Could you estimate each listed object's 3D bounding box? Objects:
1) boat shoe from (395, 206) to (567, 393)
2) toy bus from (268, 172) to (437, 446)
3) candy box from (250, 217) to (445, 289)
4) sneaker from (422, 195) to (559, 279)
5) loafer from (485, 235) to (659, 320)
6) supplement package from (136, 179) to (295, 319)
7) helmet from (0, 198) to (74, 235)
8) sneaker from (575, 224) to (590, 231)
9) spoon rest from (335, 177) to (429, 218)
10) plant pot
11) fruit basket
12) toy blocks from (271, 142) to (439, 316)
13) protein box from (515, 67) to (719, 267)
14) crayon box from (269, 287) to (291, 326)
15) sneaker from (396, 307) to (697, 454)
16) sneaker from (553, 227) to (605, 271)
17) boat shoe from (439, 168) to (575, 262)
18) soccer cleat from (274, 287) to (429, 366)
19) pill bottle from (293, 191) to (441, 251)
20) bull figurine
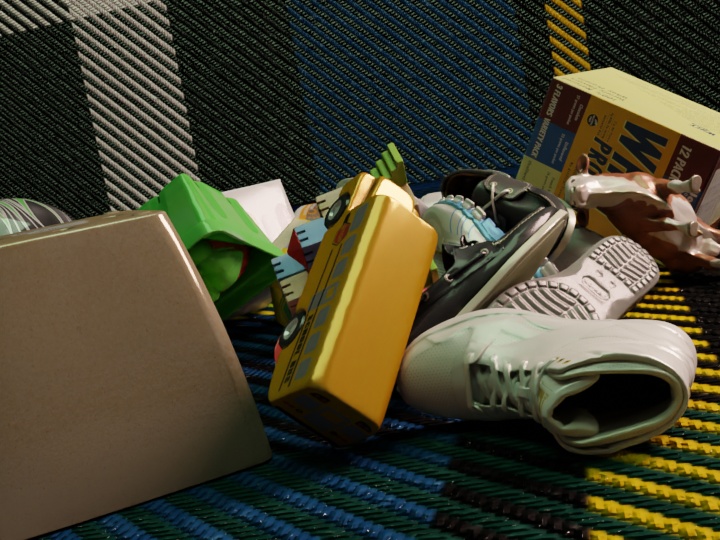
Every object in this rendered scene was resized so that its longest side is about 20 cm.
[{"bbox_3d":[0.080,0.009,0.805,0.199,0.066,0.075,-46,-21,-15],"label":"boat shoe"},{"bbox_3d":[0.000,0.018,0.735,0.078,0.065,0.202,-30,33,50],"label":"toy bus"},{"bbox_3d":[0.000,0.000,1.045,0.197,0.027,0.103,14,39,19],"label":"candy box"},{"bbox_3d":[0.102,-0.002,0.973,0.086,0.076,0.200,-35,37,-12],"label":"sneaker"},{"bbox_3d":[0.156,0.043,0.809,0.198,0.075,0.070,-25,-29,-34],"label":"loafer"},{"bbox_3d":[-0.184,-0.007,1.216,0.198,0.112,0.156,-17,-13,-35],"label":"supplement package"},{"bbox_3d":[-0.359,0.020,1.080,0.198,0.193,0.200,-27,-12,-6],"label":"helmet"},{"bbox_3d":[0.229,-0.048,1.212,0.075,0.089,0.198,-5,8,44],"label":"sneaker"},{"bbox_3d":[0.050,-0.045,1.108,0.098,0.061,0.200,1,-29,42],"label":"spoon rest"},{"bbox_3d":[-0.198,0.057,0.742,0.197,0.180,0.199,-14,10,-23],"label":"plant pot"},{"bbox_3d":[-0.170,0.041,0.972,0.212,0.220,0.155,-6,-17,29],"label":"fruit basket"},{"bbox_3d":[-0.011,0.005,0.890,0.135,0.202,0.101,-20,47,-5],"label":"toy blocks"},{"bbox_3d":[0.311,-0.123,1.175,0.197,0.137,0.199,29,26,23],"label":"protein box"},{"bbox_3d":[-0.024,0.029,1.145,0.124,0.053,0.200,-13,8,-17],"label":"crayon box"},{"bbox_3d":[0.105,0.067,0.646,0.197,0.075,0.115,-7,6,19],"label":"sneaker"},{"bbox_3d":[0.175,0.007,1.022,0.080,0.077,0.199,-34,18,-26],"label":"sneaker"},{"bbox_3d":[0.137,-0.055,1.003,0.067,0.073,0.200,22,8,-24],"label":"boat shoe"},{"bbox_3d":[0.026,0.059,0.855,0.196,0.068,0.077,-7,-21,-15],"label":"soccer cleat"},{"bbox_3d":[0.018,-0.037,1.310,0.197,0.119,0.116,-8,8,19],"label":"pill bottle"},{"bbox_3d":[0.281,-0.049,0.980,0.198,0.066,0.121,24,-6,-36],"label":"bull figurine"}]
